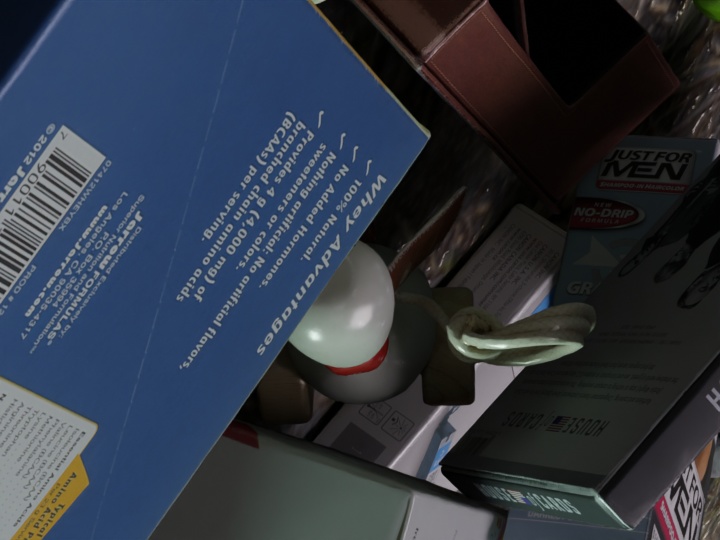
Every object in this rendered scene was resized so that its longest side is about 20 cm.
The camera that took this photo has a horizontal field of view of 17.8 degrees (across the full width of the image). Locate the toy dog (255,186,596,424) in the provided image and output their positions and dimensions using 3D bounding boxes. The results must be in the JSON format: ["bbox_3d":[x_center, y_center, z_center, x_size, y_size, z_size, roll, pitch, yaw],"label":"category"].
[{"bbox_3d":[0.000,0.000,0.892,0.132,0.096,0.200,-2,168,-17],"label":"toy dog"}]

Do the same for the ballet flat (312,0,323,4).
[{"bbox_3d":[-0.032,-0.090,0.758,0.076,0.064,0.200,-34,149,-39],"label":"ballet flat"}]

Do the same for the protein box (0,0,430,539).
[{"bbox_3d":[-0.113,-0.019,0.601,0.199,0.135,0.200,-55,157,-2],"label":"protein box"}]

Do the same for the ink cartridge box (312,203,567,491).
[{"bbox_3d":[0.041,0.087,1.160,0.200,0.045,0.176,-49,155,-16],"label":"ink cartridge box"}]

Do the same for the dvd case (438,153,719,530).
[{"bbox_3d":[0.126,0.012,0.861,0.200,0.025,0.150,-47,-167,-14],"label":"dvd case"}]

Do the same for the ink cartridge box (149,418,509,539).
[{"bbox_3d":[-0.020,0.114,0.935,0.200,0.146,0.083,26,82,-67],"label":"ink cartridge box"}]

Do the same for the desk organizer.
[{"bbox_3d":[0.057,-0.096,0.892,0.077,0.072,0.200,-43,157,5],"label":"desk organizer"}]

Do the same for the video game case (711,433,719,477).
[{"bbox_3d":[0.181,0.050,1.189,0.182,0.200,0.023,-47,119,-47],"label":"video game case"}]

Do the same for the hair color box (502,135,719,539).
[{"bbox_3d":[0.115,0.052,0.973,0.099,0.061,0.200,64,34,-55],"label":"hair color box"}]

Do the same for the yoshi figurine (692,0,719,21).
[{"bbox_3d":[0.221,-0.167,1.145,0.200,0.112,0.112,51,34,-52],"label":"yoshi figurine"}]
